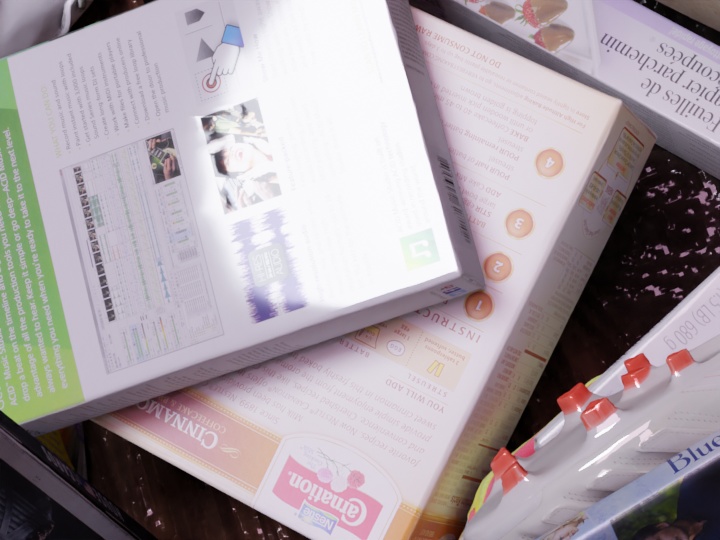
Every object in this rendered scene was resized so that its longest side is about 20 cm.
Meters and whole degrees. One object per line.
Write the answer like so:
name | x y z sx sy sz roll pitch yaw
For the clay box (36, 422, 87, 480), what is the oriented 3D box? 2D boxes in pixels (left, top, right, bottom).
clay box | -0.160 0.020 1.093 0.048 0.115 0.200 -14 62 13

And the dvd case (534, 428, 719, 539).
dvd case | 0.153 0.104 0.849 0.200 0.143 0.018 -31 24 -1

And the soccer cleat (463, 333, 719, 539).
soccer cleat | 0.128 0.051 0.864 0.200 0.069 0.078 -33 94 -1

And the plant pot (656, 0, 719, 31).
plant pot | 0.165 -0.169 1.041 0.183 0.200 0.201 22 75 39

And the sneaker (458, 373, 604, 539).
sneaker | 0.057 0.116 0.987 0.078 0.090 0.200 30 80 26

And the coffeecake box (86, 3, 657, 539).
coffeecake box | 0.000 0.000 1.027 0.153 0.073 0.200 27 90 20

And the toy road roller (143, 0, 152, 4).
toy road roller | -0.029 -0.192 1.108 0.146 0.200 0.123 -23 90 -20

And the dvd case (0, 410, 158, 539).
dvd case | -0.168 0.122 0.999 0.150 0.200 0.025 -35 61 1

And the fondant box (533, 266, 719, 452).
fondant box | 0.179 0.084 0.918 0.144 0.058 0.200 -43 85 -2

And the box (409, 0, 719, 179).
box | 0.100 -0.093 1.099 0.200 0.041 0.039 32 80 29

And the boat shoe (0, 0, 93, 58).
boat shoe | -0.144 -0.149 1.189 0.067 0.074 0.200 4 67 24

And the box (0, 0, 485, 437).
box | -0.065 -0.032 0.998 0.200 0.036 0.145 -18 75 15
